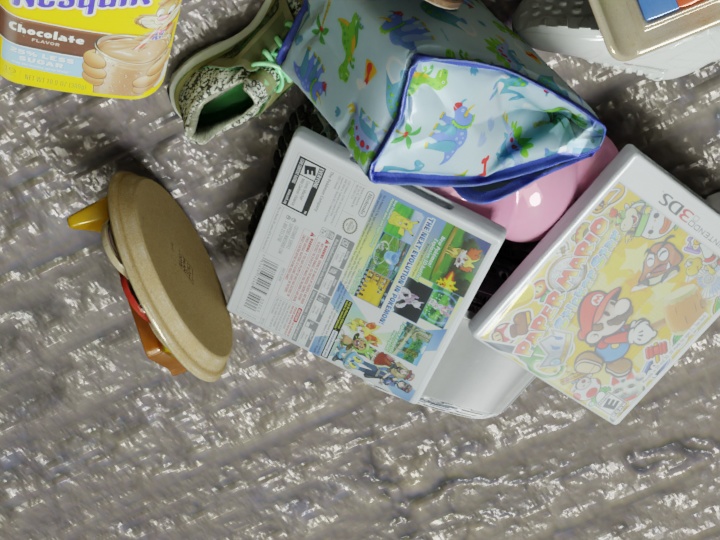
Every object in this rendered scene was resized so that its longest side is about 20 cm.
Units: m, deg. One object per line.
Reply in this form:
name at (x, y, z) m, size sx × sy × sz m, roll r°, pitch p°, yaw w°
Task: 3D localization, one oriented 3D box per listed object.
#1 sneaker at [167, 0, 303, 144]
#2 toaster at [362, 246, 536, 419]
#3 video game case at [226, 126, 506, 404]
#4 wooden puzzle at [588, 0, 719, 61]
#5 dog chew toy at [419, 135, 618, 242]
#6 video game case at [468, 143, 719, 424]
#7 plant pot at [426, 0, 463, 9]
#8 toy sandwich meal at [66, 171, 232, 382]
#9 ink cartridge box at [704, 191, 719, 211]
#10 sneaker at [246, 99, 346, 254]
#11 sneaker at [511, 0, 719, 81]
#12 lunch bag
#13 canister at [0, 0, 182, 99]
sneaker at (-0.067, -0.159, 1.296) m, size 0.200 × 0.089 × 0.077 m, roll -37°, pitch 121°, yaw 20°
toaster at (0.077, 0.044, 1.441) m, size 0.199 × 0.114 × 0.130 m, roll 17°, pitch 126°, yaw -20°
video game case at (0.000, 0.000, 1.339) m, size 0.181 × 0.022 × 0.201 m, roll 27°, pitch 131°, yaw 2°
wooden puzzle at (0.246, -0.273, 1.216) m, size 0.199 × 0.046 × 0.187 m, roll -21°, pitch 96°, yaw 9°
dog chew toy at (0.123, -0.076, 1.357) m, size 0.198 × 0.125 × 0.125 m, roll -2°, pitch 127°, yaw -13°
video game case at (0.216, 0.017, 1.371) m, size 0.181 × 0.023 × 0.200 m, roll 31°, pitch 108°, yaw -31°
plant pot at (0.051, -0.319, 1.134) m, size 0.200 × 0.201 × 0.199 m, roll 31°, pitch 111°, yaw -24°
toy sandwich meal at (-0.170, 0.012, 1.359) m, size 0.070 × 0.206 × 0.206 m, roll -25°, pitch 124°, yaw 11°
ink cartridge box at (0.376, -0.026, 1.440) m, size 0.199 × 0.068 × 0.117 m, roll -22°, pitch 125°, yaw 12°
sneaker at (-0.029, -0.066, 1.388) m, size 0.089 × 0.079 × 0.201 m, roll 7°, pitch 135°, yaw -21°
sneaker at (0.218, -0.185, 1.313) m, size 0.198 × 0.077 × 0.081 m, roll -2°, pitch 136°, yaw -1°
lunch bag at (0.063, -0.143, 1.231) m, size 0.199 × 0.170 × 0.128 m, roll -1°, pitch 128°, yaw -34°
canister at (-0.195, -0.214, 1.204) m, size 0.147 × 0.087 × 0.200 m, roll 7°, pitch 152°, yaw -12°
